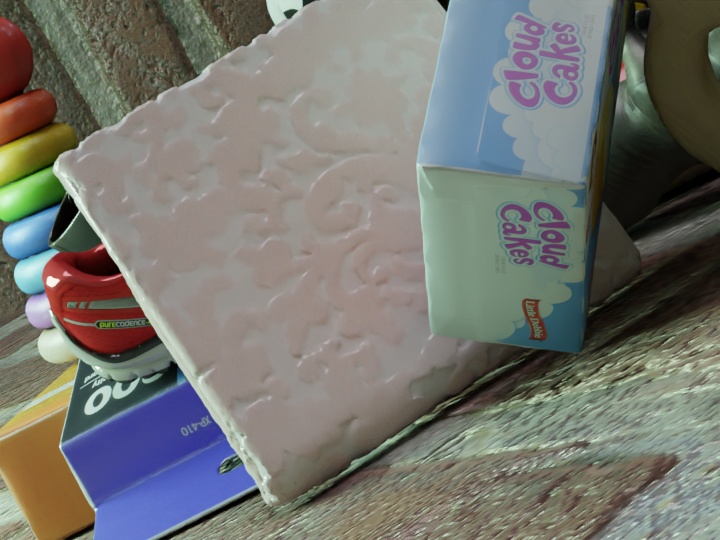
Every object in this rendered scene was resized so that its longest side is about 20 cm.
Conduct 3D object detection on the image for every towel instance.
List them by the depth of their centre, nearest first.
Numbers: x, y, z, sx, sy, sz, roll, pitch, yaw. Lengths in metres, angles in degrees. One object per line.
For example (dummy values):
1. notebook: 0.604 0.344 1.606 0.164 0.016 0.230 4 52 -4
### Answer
1. towel: -0.007 -0.022 0.896 0.199 0.191 0.032 -32 -19 -16

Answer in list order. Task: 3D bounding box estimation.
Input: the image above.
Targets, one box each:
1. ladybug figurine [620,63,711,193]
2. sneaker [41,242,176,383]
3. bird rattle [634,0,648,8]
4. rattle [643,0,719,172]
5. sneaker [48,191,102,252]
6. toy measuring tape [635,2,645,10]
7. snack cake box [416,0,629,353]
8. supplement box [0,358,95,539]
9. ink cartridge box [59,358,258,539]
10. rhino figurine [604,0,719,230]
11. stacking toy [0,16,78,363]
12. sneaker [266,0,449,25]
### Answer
1. ladybug figurine: 0.180 -0.098 1.096 0.199 0.072 0.136 -31 8 -14
2. sneaker: -0.060 -0.027 0.945 0.199 0.085 0.077 -35 28 -1
3. bird rattle: 0.122 -0.171 1.228 0.163 0.199 0.113 164 131 -83
4. rattle: 0.168 -0.137 0.815 0.130 0.200 0.143 -13 35 50
5. sneaker: -0.080 -0.065 1.109 0.201 0.106 0.075 -55 22 8
6. toy measuring tape: 0.148 -0.118 1.171 0.198 0.074 0.074 5 0 -13
7. snack cake box: 0.073 -0.082 0.838 0.067 0.115 0.201 7 56 8
8. supplement box: -0.135 0.080 1.129 0.068 0.067 0.200 -27 8 15
9. ink cartridge box: -0.052 0.033 0.983 0.197 0.044 0.200 -28 28 14
10. rhino figurine: 0.147 -0.087 0.979 0.060 0.088 0.200 -13 -21 -45
11. stacking toy: -0.187 -0.051 1.171 0.085 0.201 0.085 -25 8 4
12. sneaker: 0.006 -0.162 1.211 0.112 0.073 0.201 -53 35 33
